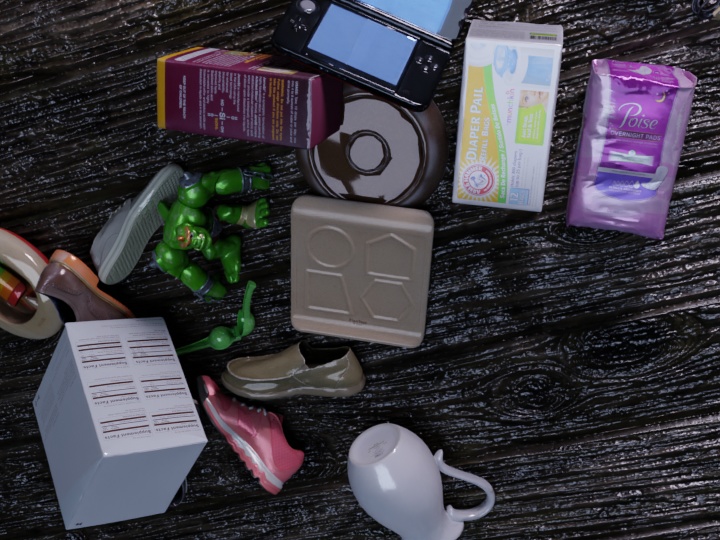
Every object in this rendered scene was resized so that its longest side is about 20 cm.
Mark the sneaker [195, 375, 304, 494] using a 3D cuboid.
[{"bbox_3d":[-0.157,0.219,1.561,0.087,0.074,0.201,-38,95,-11],"label":"sneaker"}]

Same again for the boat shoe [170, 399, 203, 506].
[{"bbox_3d":[-0.258,0.263,1.563,0.072,0.063,0.201,-5,137,-27],"label":"boat shoe"}]

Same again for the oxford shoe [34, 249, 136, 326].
[{"bbox_3d":[-0.369,0.061,1.489,0.071,0.073,0.200,4,143,42],"label":"oxford shoe"}]

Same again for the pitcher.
[{"bbox_3d":[0.084,0.299,1.523,0.171,0.121,0.201,-30,117,0],"label":"pitcher"}]

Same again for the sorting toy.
[{"bbox_3d":[0.000,0.000,1.429,0.184,0.037,0.201,8,122,7],"label":"sorting toy"}]

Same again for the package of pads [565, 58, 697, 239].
[{"bbox_3d":[0.317,-0.141,1.291,0.119,0.076,0.202,8,115,4],"label":"package of pads"}]

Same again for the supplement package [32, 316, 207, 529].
[{"bbox_3d":[-0.325,0.201,1.457,0.146,0.201,0.192,-3,143,-34],"label":"supplement package"}]

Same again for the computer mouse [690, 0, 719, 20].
[{"bbox_3d":[0.355,-0.370,1.202,0.199,0.044,0.110,36,120,-12],"label":"computer mouse"}]

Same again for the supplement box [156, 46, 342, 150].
[{"bbox_3d":[-0.131,-0.209,1.311,0.198,0.110,0.086,10,112,17],"label":"supplement box"}]

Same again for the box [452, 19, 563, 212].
[{"bbox_3d":[0.172,-0.182,1.286,0.111,0.101,0.202,6,115,8],"label":"box"}]

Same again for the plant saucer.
[{"bbox_3d":[0.011,-0.152,1.371,0.198,0.032,0.202,4,114,10],"label":"plant saucer"}]

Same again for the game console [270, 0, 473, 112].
[{"bbox_3d":[0.021,-0.306,1.256,0.199,0.173,0.119,23,143,0],"label":"game console"}]

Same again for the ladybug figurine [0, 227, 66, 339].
[{"bbox_3d":[-0.484,0.008,1.512,0.200,0.072,0.136,42,119,-6],"label":"ladybug figurine"}]

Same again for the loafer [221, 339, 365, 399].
[{"bbox_3d":[-0.093,0.131,1.498,0.198,0.076,0.068,-1,113,1],"label":"loafer"}]

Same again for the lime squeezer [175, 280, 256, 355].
[{"bbox_3d":[-0.190,0.082,1.497,0.200,0.070,0.038,-36,67,29],"label":"lime squeezer"}]

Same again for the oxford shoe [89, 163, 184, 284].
[{"bbox_3d":[-0.302,-0.069,1.452,0.058,0.075,0.200,48,116,19],"label":"oxford shoe"}]

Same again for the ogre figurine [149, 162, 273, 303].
[{"bbox_3d":[-0.198,-0.052,1.414,0.119,0.099,0.200,10,136,-32],"label":"ogre figurine"}]
